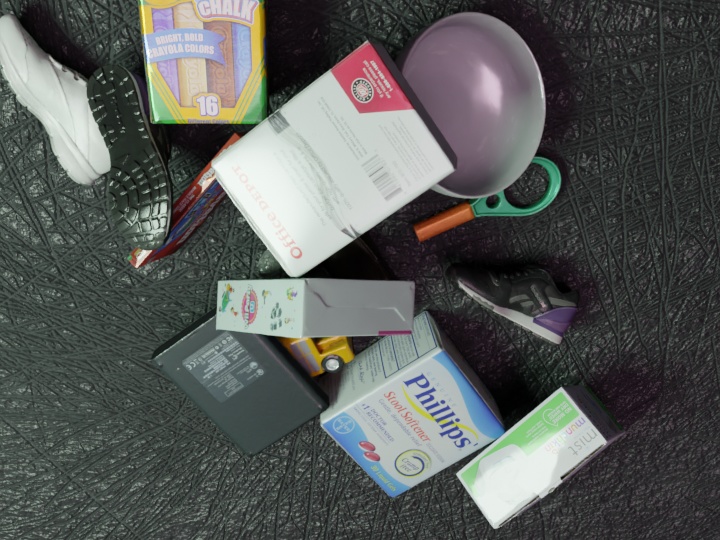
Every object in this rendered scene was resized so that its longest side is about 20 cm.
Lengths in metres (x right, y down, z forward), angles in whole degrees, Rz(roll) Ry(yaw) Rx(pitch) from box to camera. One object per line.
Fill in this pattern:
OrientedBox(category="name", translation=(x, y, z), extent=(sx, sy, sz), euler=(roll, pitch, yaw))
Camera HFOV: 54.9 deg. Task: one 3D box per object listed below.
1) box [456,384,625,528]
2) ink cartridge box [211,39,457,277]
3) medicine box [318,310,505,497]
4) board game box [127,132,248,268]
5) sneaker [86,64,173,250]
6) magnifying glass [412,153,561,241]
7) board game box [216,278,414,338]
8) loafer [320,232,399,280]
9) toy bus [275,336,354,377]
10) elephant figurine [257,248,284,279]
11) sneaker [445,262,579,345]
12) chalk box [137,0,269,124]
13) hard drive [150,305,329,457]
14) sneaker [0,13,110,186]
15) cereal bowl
OrientedBox(category="box", translation=(0.264, 0.264, 0.999), extent=(0.200, 0.097, 0.176), euler=(-45, 155, 17))
OrientedBox(category="ink cartridge box", translation=(-0.024, -0.109, 0.700), extent=(0.200, 0.083, 0.145), euler=(-33, 99, 17))
OrientedBox(category="medicine box", translation=(0.071, 0.193, 0.990), extent=(0.200, 0.103, 0.182), euler=(-33, 116, 12))
OrientedBox(category="board game box", translation=(-0.187, -0.085, 0.823), extent=(0.019, 0.103, 0.200), euler=(45, 107, -1))
OrientedBox(category="sneaker", translation=(-0.233, -0.124, 0.775), extent=(0.075, 0.088, 0.201), euler=(-10, 91, 16))
OrientedBox(category="magnifying glass", translation=(0.164, -0.088, 0.901), extent=(0.199, 0.022, 0.080), euler=(-23, 117, 7))
OrientedBox(category="board game box", translation=(-0.057, 0.042, 0.796), extent=(0.147, 0.200, 0.065), euler=(3, 87, -36))
OrientedBox(category="loafer", translation=(0.000, 0.000, 0.901), extent=(0.073, 0.071, 0.200), euler=(-39, 114, 14))
OrientedBox(category="toy bus", translation=(-0.111, 0.118, 0.956), extent=(0.199, 0.065, 0.079), euler=(-23, 115, 7))
OrientedBox(category="elephant figurine", translation=(-0.059, -0.109, 0.804), extent=(0.199, 0.156, 0.142), euler=(-20, 152, 6))
OrientedBox(category="sneaker", translation=(0.207, 0.020, 0.935), extent=(0.199, 0.076, 0.088), euler=(26, 99, -23))
OrientedBox(category="chalk box", translation=(-0.156, -0.266, 0.720), extent=(0.123, 0.125, 0.201), euler=(1, 118, -5))
OrientedBox(category="hard drive", translation=(-0.154, 0.144, 0.910), extent=(0.139, 0.033, 0.200), euler=(-34, 112, 11))
OrientedBox(category="sneaker", translation=(-0.332, -0.196, 0.779), extent=(0.087, 0.075, 0.200), euler=(-29, 124, -4))
OrientedBox(category="cereal bowl", translation=(0.110, -0.184, 0.793), extent=(0.199, 0.083, 0.201), euler=(-5, 101, -25))
